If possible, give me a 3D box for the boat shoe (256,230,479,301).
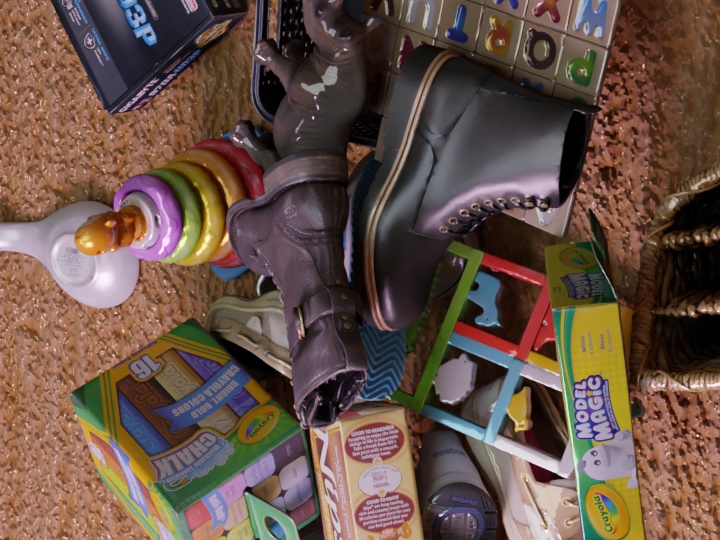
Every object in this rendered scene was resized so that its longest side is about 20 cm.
[{"bbox_3d":[0.000,0.000,1.379,0.199,0.070,0.071,-8,95,39],"label":"boat shoe"}]

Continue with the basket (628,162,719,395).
[{"bbox_3d":[0.276,-0.009,1.110,0.199,0.149,0.143,-6,97,40],"label":"basket"}]

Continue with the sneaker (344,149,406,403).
[{"bbox_3d":[-0.002,0.001,1.301,0.081,0.076,0.201,-16,56,55],"label":"sneaker"}]

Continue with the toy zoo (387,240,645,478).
[{"bbox_3d":[0.116,0.065,1.283,0.199,0.020,0.132,21,90,21],"label":"toy zoo"}]

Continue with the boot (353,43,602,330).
[{"bbox_3d":[0.077,-0.038,1.185,0.138,0.077,0.201,20,114,28],"label":"boot"}]

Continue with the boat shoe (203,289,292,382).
[{"bbox_3d":[-0.086,0.063,1.422,0.073,0.063,0.200,36,159,-21],"label":"boat shoe"}]

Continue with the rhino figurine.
[{"bbox_3d":[-0.032,-0.132,1.251,0.087,0.060,0.200,41,134,25],"label":"rhino figurine"}]

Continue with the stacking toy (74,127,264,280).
[{"bbox_3d":[-0.156,-0.043,1.409,0.116,0.200,0.110,-34,79,39],"label":"stacking toy"}]

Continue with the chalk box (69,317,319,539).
[{"bbox_3d":[-0.117,0.160,1.386,0.200,0.124,0.125,42,154,36],"label":"chalk box"}]

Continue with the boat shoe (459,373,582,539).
[{"bbox_3d":[0.145,0.166,1.301,0.069,0.074,0.200,-41,74,43],"label":"boat shoe"}]

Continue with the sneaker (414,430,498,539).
[{"bbox_3d":[0.068,0.204,1.364,0.200,0.074,0.087,98,167,-45],"label":"sneaker"}]

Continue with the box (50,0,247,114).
[{"bbox_3d":[-0.199,-0.258,1.492,0.159,0.046,0.201,-34,78,38],"label":"box"}]

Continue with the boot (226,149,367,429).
[{"bbox_3d":[-0.043,0.025,1.221,0.200,0.069,0.175,128,137,-66],"label":"boot"}]

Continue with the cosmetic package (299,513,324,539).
[{"bbox_3d":[-0.066,0.243,1.468,0.200,0.103,0.088,31,119,31],"label":"cosmetic package"}]

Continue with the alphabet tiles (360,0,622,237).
[{"bbox_3d":[0.077,-0.134,1.210,0.200,0.008,0.168,24,115,31],"label":"alphabet tiles"}]

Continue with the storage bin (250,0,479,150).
[{"bbox_3d":[0.024,-0.167,1.308,0.199,0.094,0.136,16,110,36],"label":"storage bin"}]

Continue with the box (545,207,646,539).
[{"bbox_3d":[0.154,0.068,1.159,0.048,0.117,0.201,-6,110,6],"label":"box"}]

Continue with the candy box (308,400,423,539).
[{"bbox_3d":[0.009,0.199,1.311,0.115,0.055,0.201,-174,77,-75],"label":"candy box"}]

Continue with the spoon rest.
[{"bbox_3d":[-0.287,-0.021,1.621,0.199,0.061,0.100,8,107,23],"label":"spoon rest"}]
